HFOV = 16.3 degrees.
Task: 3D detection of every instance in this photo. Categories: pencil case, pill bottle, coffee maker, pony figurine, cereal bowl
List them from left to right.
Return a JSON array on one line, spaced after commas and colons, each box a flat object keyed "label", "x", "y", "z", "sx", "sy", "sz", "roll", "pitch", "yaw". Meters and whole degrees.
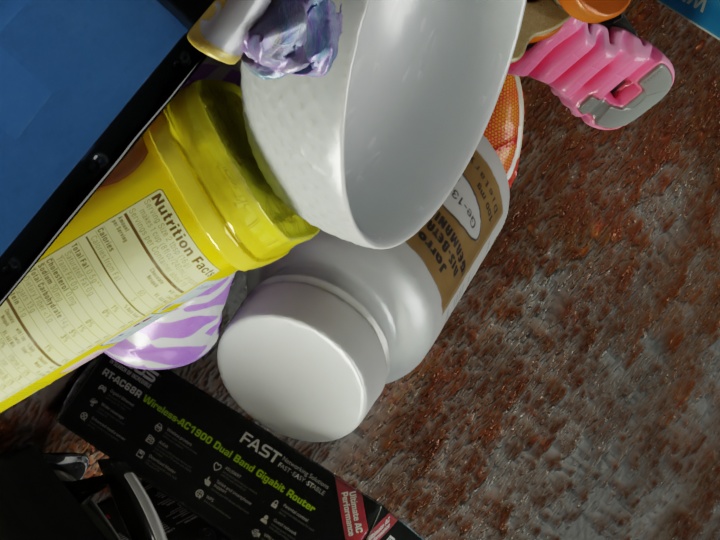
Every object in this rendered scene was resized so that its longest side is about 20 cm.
[{"label": "coffee maker", "x": -0.170, "y": 0.209, "z": 1.330, "sx": 0.192, "sy": 0.200, "sz": 0.135, "roll": -20, "pitch": 149, "yaw": -42}, {"label": "pencil case", "x": -0.088, "y": -0.041, "z": 1.301, "sx": 0.085, "sy": 0.084, "sz": 0.200, "roll": -17, "pitch": 142, "yaw": -41}, {"label": "pony figurine", "x": -0.006, "y": -0.174, "z": 0.970, "sx": 0.166, "sy": 0.193, "sz": 0.200, "roll": 23, "pitch": 104, "yaw": -36}, {"label": "pill bottle", "x": 0.000, "y": 0.000, "z": 1.419, "sx": 0.200, "sy": 0.114, "sz": 0.114, "roll": -57, "pitch": 165, "yaw": -46}, {"label": "cereal bowl", "x": 0.002, "y": -0.116, "z": 1.134, "sx": 0.200, "sy": 0.083, "sz": 0.200, "roll": -51, "pitch": 152, "yaw": -40}]

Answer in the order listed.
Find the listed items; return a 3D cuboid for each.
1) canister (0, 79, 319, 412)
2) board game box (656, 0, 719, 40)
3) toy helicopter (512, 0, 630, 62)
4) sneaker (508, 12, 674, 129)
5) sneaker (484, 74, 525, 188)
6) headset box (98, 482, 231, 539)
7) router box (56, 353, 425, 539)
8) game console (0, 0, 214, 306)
[{"label": "canister", "x": -0.130, "y": -0.002, "z": 1.166, "sx": 0.200, "sy": 0.087, "sz": 0.149, "roll": -30, "pitch": 179, "yaw": 8}, {"label": "board game box", "x": 0.260, "y": -0.245, "z": 1.594, "sx": 0.200, "sy": 0.148, "sz": 0.064, "roll": -60, "pitch": 157, "yaw": 13}, {"label": "toy helicopter", "x": 0.045, "y": -0.168, "z": 1.366, "sx": 0.200, "sy": 0.132, "sz": 0.079, "roll": -29, "pitch": -170, "yaw": -31}, {"label": "sneaker", "x": 0.108, "y": -0.163, "z": 1.526, "sx": 0.079, "sy": 0.095, "sz": 0.200, "roll": -35, "pitch": 139, "yaw": 20}, {"label": "sneaker", "x": 0.038, "y": -0.047, "z": 1.551, "sx": 0.077, "sy": 0.073, "sz": 0.200, "roll": 5, "pitch": 116, "yaw": -52}, {"label": "headset box", "x": -0.079, "y": 0.214, "z": 1.521, "sx": 0.149, "sy": 0.200, "sz": 0.077, "roll": -26, "pitch": 144, "yaw": -48}, {"label": "router box", "x": -0.058, "y": 0.127, "z": 1.437, "sx": 0.062, "sy": 0.200, "sz": 0.150, "roll": -56, "pitch": 157, "yaw": -7}, {"label": "game console", "x": -0.170, "y": -0.102, "z": 1.028, "sx": 0.200, "sy": 0.119, "sz": 0.172, "roll": -51, "pitch": 157, "yaw": -7}]
